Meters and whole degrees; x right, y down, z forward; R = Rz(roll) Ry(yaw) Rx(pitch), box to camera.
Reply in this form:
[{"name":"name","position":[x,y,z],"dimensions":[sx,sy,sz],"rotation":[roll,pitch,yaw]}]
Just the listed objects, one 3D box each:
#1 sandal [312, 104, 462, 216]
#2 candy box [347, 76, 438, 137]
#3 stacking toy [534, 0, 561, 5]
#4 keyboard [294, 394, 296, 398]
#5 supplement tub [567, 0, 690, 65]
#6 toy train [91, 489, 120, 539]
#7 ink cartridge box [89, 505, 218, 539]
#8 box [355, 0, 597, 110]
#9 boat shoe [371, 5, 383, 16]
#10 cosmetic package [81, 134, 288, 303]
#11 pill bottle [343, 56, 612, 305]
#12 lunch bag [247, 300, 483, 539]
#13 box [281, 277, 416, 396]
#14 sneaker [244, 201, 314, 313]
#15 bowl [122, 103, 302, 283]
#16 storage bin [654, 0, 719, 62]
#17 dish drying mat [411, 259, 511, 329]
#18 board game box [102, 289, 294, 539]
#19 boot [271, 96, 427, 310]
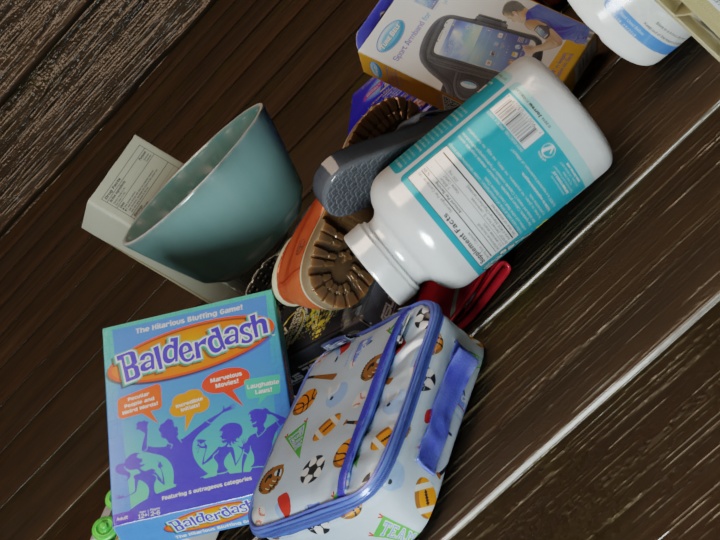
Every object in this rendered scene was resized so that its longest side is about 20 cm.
[{"name":"sandal","position":[0.050,-0.101,1.156],"dimensions":[0.043,0.200,0.076],"rotation":[53,147,37]},{"name":"candy box","position":[0.067,-0.158,1.406],"dimensions":[0.169,0.077,0.200],"rotation":[-39,21,25]},{"name":"stacking toy","position":[0.199,-0.311,1.398],"dimensions":[0.200,0.085,0.085],"rotation":[-49,19,16]},{"name":"keyboard","position":[-0.018,0.094,1.230],"dimensions":[0.200,0.011,0.056],"rotation":[-26,31,50]},{"name":"supplement tub","position":[0.255,-0.265,1.100],"dimensions":[0.200,0.132,0.132],"rotation":[-39,22,28]},{"name":"toy train","position":[-0.165,0.157,1.203],"dimensions":[0.056,0.042,0.200],"rotation":[6,52,17]},{"name":"ink cartridge box","position":[-0.167,0.196,1.274],"dimensions":[0.116,0.067,0.200],"rotation":[-29,32,47]},{"name":"box","position":[0.094,-0.198,1.267],"dimensions":[0.119,0.200,0.041],"rotation":[-57,-17,-16]},{"name":"boat shoe","position":[0.040,-0.238,1.406],"dimensions":[0.071,0.063,0.200],"rotation":[-43,19,16]},{"name":"cosmetic package","position":[-0.191,-0.047,1.569],"dimensions":[0.104,0.200,0.073],"rotation":[-59,1,-28]},{"name":"pill bottle","position":[0.085,-0.062,1.098],"dimensions":[0.200,0.111,0.111],"rotation":[-39,20,4]},{"name":"lunch bag","position":[0.009,0.114,1.042],"dimensions":[0.160,0.076,0.200],"rotation":[-29,29,42]},{"name":"box","position":[0.000,0.000,1.260],"dimensions":[0.161,0.049,0.200],"rotation":[-26,35,49]},{"name":"sneaker","position":[-0.050,-0.008,1.427],"dimensions":[0.200,0.074,0.080],"rotation":[-52,4,-19]},{"name":"bowl","position":[-0.136,-0.063,1.461],"dimensions":[0.201,0.105,0.201],"rotation":[-41,15,13]},{"name":"storage bin","position":[0.267,-0.205,0.862],"dimensions":[0.199,0.200,0.094],"rotation":[-12,45,61]},{"name":"dish drying mat","position":[0.058,0.011,1.202],"dimensions":[0.077,0.018,0.200],"rotation":[-54,19,-7]},{"name":"board game box","position":[-0.128,0.118,1.171],"dimensions":[0.152,0.045,0.200],"rotation":[-14,49,1]},{"name":"boot","position":[-0.013,-0.056,1.211],"dimensions":[0.107,0.075,0.200],"rotation":[-16,43,63]}]
